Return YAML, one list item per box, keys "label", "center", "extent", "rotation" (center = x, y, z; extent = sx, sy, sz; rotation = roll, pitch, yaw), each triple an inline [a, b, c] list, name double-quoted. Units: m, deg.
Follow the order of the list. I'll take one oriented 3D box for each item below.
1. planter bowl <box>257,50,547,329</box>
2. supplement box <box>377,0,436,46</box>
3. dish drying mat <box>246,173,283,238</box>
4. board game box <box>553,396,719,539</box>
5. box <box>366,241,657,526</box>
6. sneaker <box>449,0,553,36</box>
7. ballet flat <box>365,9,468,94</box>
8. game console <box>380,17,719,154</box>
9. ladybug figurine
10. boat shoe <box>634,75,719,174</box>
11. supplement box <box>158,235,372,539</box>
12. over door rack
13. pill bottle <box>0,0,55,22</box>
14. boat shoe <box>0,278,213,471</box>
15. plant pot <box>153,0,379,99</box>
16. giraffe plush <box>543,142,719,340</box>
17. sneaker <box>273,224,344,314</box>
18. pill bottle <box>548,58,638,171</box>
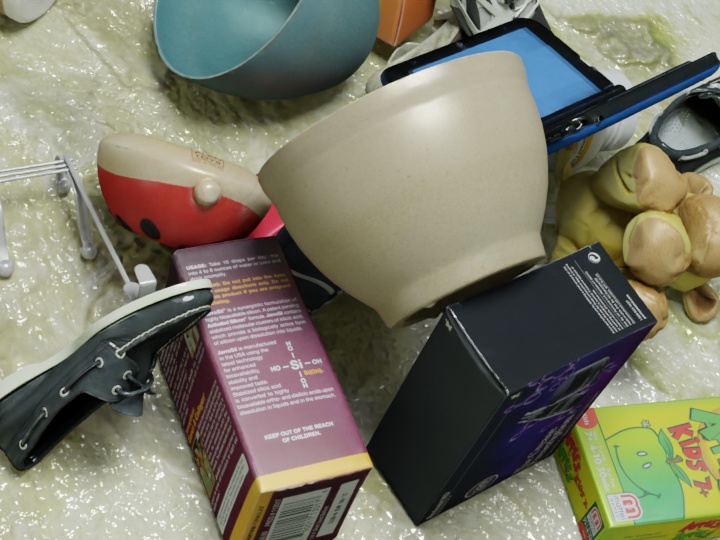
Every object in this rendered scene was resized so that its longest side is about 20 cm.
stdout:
- label: "planter bowl"
  center: [0.047, -0.043, 1.021]
  extent: [0.200, 0.200, 0.135]
  rotation: [-20, 82, -29]
- label: "supplement box"
  center: [-0.026, -0.288, 1.377]
  extent: [0.200, 0.069, 0.067]
  rotation: [34, 51, 18]
- label: "dish drying mat"
  center: [-0.024, -0.089, 1.221]
  extent: [0.200, 0.018, 0.077]
  rotation: [-33, 44, -15]
- label: "board game box"
  center: [0.258, 0.155, 1.163]
  extent: [0.199, 0.048, 0.102]
  rotation: [-3, 55, -20]
- label: "box"
  center: [0.103, 0.084, 1.067]
  extent: [0.141, 0.200, 0.079]
  rotation: [-20, 64, -29]
- label: "sneaker"
  center: [0.121, -0.261, 1.317]
  extent: [0.200, 0.088, 0.074]
  rotation: [47, 53, -17]
- label: "ballet flat"
  center: [0.076, -0.207, 1.370]
  extent: [0.062, 0.068, 0.200]
  rotation: [25, 46, 27]
- label: "game console"
  center: [0.149, -0.157, 1.169]
  extent: [0.200, 0.170, 0.119]
  rotation: [-27, 92, -39]
- label: "ladybug figurine"
  center: [-0.138, -0.056, 1.127]
  extent: [0.135, 0.200, 0.072]
  rotation: [18, 91, -15]
- label: "boat shoe"
  center: [0.325, -0.139, 1.398]
  extent: [0.076, 0.060, 0.200]
  rotation: [38, 52, 12]
- label: "supplement box"
  center: [-0.075, 0.089, 1.065]
  extent: [0.085, 0.111, 0.201]
  rotation: [-9, 58, -24]
- label: "over door rack"
  center: [-0.255, -0.009, 1.099]
  extent: [0.147, 0.067, 0.200]
  rotation: [-12, 38, -25]
- label: "pill bottle"
  center: [-0.347, -0.304, 1.274]
  extent: [0.199, 0.111, 0.111]
  rotation: [29, 51, 4]
- label: "boat shoe"
  center: [-0.174, 0.075, 1.019]
  extent: [0.199, 0.074, 0.066]
  rotation: [-29, 78, 12]
- label: "plant pot"
  center: [-0.060, -0.227, 1.278]
  extent: [0.135, 0.200, 0.201]
  rotation: [28, 39, -43]
- label: "giraffe plush"
  center: [0.249, -0.024, 1.251]
  extent: [0.161, 0.173, 0.200]
  rotation: [7, 16, -26]
- label: "sneaker"
  center: [0.000, 0.000, 1.193]
  extent: [0.200, 0.108, 0.070]
  rotation: [18, 40, -44]
- label: "pill bottle"
  center: [0.144, -0.137, 1.303]
  extent: [0.199, 0.104, 0.105]
  rotation: [-6, 56, -32]
